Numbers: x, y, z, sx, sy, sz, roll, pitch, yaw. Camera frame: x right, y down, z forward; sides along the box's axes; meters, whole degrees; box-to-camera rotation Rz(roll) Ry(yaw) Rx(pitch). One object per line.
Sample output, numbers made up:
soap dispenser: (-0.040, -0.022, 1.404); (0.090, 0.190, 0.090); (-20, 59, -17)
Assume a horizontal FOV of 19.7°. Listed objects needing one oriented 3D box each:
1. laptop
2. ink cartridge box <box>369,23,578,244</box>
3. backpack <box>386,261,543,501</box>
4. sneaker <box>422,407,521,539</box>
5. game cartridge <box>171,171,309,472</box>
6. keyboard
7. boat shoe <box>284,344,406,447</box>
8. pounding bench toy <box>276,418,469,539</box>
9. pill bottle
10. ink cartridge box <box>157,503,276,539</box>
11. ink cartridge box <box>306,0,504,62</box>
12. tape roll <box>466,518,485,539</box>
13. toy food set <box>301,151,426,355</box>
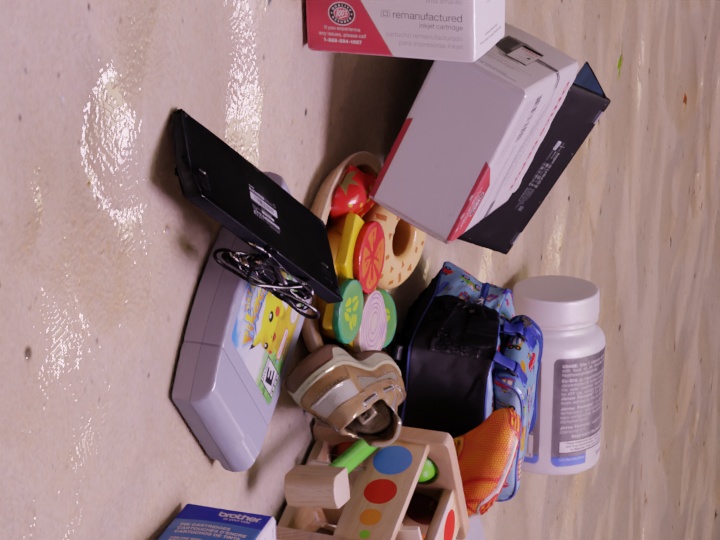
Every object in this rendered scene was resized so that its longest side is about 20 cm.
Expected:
laptop: (0.147, -0.126, 2.043); (0.200, 0.116, 0.188); (15, 114, -46)
ink cartridge box: (0.099, -0.120, 1.746); (0.147, 0.083, 0.200); (-63, 170, 19)
backpack: (0.101, 0.096, 1.928); (0.200, 0.134, 0.183); (-67, 163, -57)
sneaker: (0.070, 0.188, 1.824); (0.200, 0.077, 0.073); (-48, -157, 32)
game cartridge: (-0.083, 0.034, 1.548); (0.133, 0.040, 0.200); (61, 40, -53)
keyboard: (-0.081, -0.029, 1.477); (0.200, 0.040, 0.104); (37, 33, -50)
boat shoe: (0.001, 0.111, 1.654); (0.072, 0.076, 0.200); (-46, 163, 11)
pounding bench toy: (0.004, 0.187, 1.710); (0.200, 0.124, 0.156); (78, 27, -42)
pill bottle: (0.212, 0.114, 2.284); (0.114, 0.113, 0.201); (-38, 132, -63)
ink cartridge box: (-0.114, 0.258, 1.470); (0.200, 0.076, 0.137); (-46, 141, -61)
ink cartridge box: (0.033, -0.272, 1.606); (0.083, 0.145, 0.201); (-44, 137, -59)
tape roll: (0.064, 0.329, 2.014); (0.200, 0.066, 0.201); (6, 90, -71)
toy food set: (0.000, 0.000, 1.748); (0.200, 0.049, 0.199); (44, 55, -66)
